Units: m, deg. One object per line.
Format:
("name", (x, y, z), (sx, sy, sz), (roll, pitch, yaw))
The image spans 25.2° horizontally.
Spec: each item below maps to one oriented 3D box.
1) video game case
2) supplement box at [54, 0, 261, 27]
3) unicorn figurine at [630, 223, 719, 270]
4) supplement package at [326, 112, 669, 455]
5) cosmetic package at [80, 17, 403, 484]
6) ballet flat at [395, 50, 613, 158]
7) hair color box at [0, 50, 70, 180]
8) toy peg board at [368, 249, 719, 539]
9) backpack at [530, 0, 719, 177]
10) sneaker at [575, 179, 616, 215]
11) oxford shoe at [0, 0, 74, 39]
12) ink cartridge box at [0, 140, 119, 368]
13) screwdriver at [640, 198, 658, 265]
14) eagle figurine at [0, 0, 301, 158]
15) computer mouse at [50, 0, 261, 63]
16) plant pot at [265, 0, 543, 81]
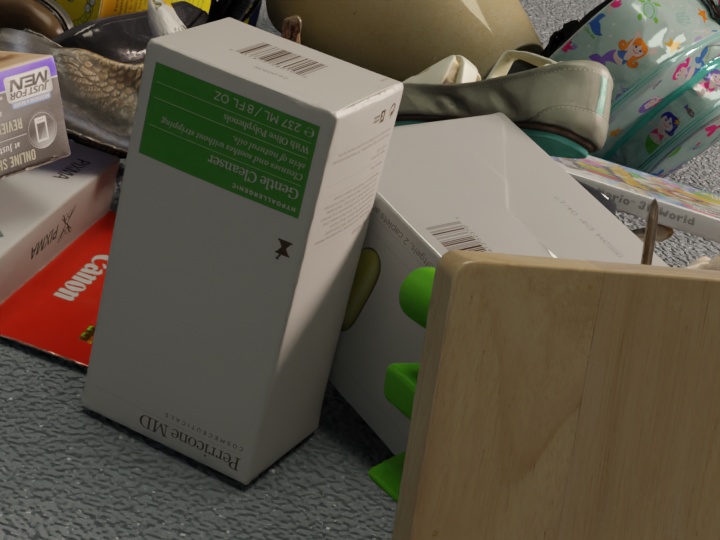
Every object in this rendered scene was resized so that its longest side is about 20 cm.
("video game case", (0.162, -0.065, 1.119), (0.199, 0.018, 0.143), (18, 13, 7))
("supplement box", (-0.180, -0.223, 1.289), (0.109, 0.110, 0.200), (28, 27, 27))
("unicorn figurine", (0.167, 0.012, 1.021), (0.137, 0.074, 0.200), (-12, 4, -24))
("supplement package", (0.070, 0.023, 0.864), (0.155, 0.111, 0.200), (-12, 48, -45))
("cosmetic package", (-0.060, -0.011, 0.801), (0.107, 0.201, 0.085), (21, 23, 18))
("ballet flat", (0.075, -0.105, 1.008), (0.199, 0.064, 0.067), (6, -13, 44))
("hair color box", (-0.273, -0.089, 0.924), (0.199, 0.065, 0.109), (12, 27, 39))
("toy peg board", (0.095, 0.087, 0.709), (0.198, 0.201, 0.098), (4, 13, -23))
("backpack", (0.227, -0.154, 1.295), (0.200, 0.178, 0.151), (-17, 70, -48))
("sneaker", (0.060, -0.035, 1.021), (0.199, 0.079, 0.066), (11, -9, 1))
("oxford shoe", (-0.303, -0.172, 1.164), (0.199, 0.073, 0.084), (8, 25, 14))
("ink cartridge box", (-0.184, -0.020, 0.941), (0.173, 0.044, 0.200), (17, 25, 8))
("screwdriver", (0.121, 0.063, 0.756), (0.029, 0.201, 0.028), (14, 19, 40))
("eagle figurine", (-0.136, -0.116, 1.044), (0.199, 0.152, 0.151), (-14, 48, -6))
("computer mouse", (-0.156, -0.153, 1.170), (0.200, 0.138, 0.053), (-26, 81, -40))
("plant pot", (0.055, -0.214, 1.351), (0.200, 0.188, 0.187), (45, 35, 24))
